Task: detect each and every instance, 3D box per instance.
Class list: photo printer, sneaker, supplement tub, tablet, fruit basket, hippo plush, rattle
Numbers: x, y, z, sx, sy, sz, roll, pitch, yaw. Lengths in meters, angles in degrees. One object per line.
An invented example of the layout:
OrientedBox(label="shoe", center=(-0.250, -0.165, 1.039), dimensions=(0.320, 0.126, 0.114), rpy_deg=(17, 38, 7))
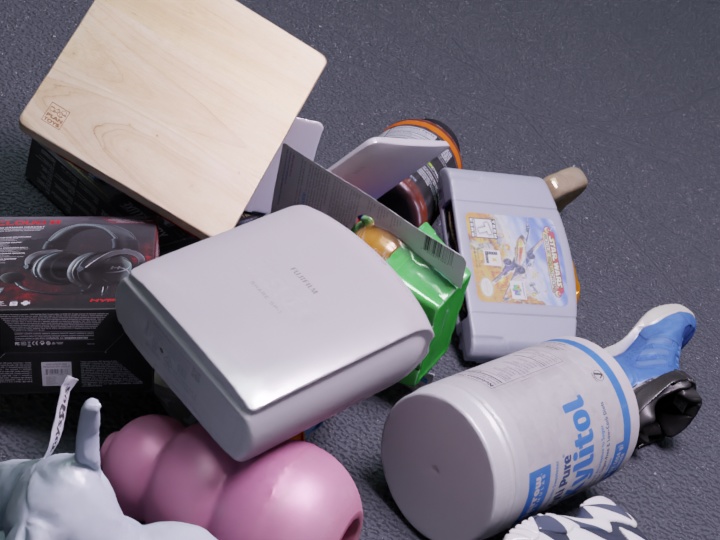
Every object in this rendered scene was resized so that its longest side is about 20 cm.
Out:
OrientedBox(label="photo printer", center=(-0.055, 0.036, 1.033), dimensions=(0.199, 0.070, 0.166), rpy_deg=(-23, 55, -36))
OrientedBox(label="sneaker", center=(0.181, 0.251, 1.079), dimensions=(0.129, 0.080, 0.198), rpy_deg=(33, 23, 34))
OrientedBox(label="supplement tub", center=(0.046, -0.095, 1.497), dimensions=(0.106, 0.108, 0.200), rpy_deg=(26, 32, 9))
OrientedBox(label="tablet", center=(-0.019, -0.071, 1.335), dimensions=(0.130, 0.199, 0.014), rpy_deg=(-4, 66, -53))
OrientedBox(label="sneaker", center=(0.292, 0.105, 1.359), dimensions=(0.111, 0.077, 0.199), rpy_deg=(35, 39, 32))
OrientedBox(label="fruit basket", center=(0.000, 0.000, 1.256), dimensions=(0.199, 0.186, 0.093), rpy_deg=(36, 48, 23))
OrientedBox(label="hippo plush", center=(-0.168, 0.190, 0.920), dimensions=(0.160, 0.202, 0.159), rpy_deg=(28, -4, -23))
OrientedBox(label="supplement tub", center=(0.128, 0.138, 1.171), dimensions=(0.199, 0.133, 0.132), rpy_deg=(-17, 47, -43))
OrientedBox(label="rattle", center=(0.227, -0.040, 1.555), dimensions=(0.143, 0.131, 0.200), rpy_deg=(42, 10, 14))

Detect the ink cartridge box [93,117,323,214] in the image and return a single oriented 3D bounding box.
OrientedBox(label="ink cartridge box", center=(-0.144, -0.131, 1.335), dimensions=(0.198, 0.117, 0.068), rpy_deg=(12, 34, -13))

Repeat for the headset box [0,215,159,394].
OrientedBox(label="headset box", center=(-0.238, 0.019, 1.142), dimensions=(0.147, 0.078, 0.201), rpy_deg=(0, 26, -5))

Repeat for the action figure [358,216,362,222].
OrientedBox(label="action figure", center=(0.016, -0.018, 1.357), dimensions=(0.199, 0.051, 0.066), rpy_deg=(25, 65, -39))

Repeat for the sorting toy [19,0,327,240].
OrientedBox(label="sorting toy", center=(-0.164, -0.147, 1.229), dimensions=(0.199, 0.070, 0.200), rpy_deg=(30, 70, -6))

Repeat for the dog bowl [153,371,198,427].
OrientedBox(label="dog bowl", center=(-0.082, 0.067, 1.154), dimensions=(0.198, 0.059, 0.201), rpy_deg=(-11, 26, 6))

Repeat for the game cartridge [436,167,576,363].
OrientedBox(label="game cartridge", center=(0.149, -0.005, 1.399), dimensions=(0.132, 0.042, 0.202), rpy_deg=(2, 67, -21))

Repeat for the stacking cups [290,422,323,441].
OrientedBox(label="stacking cups", center=(-0.057, 0.118, 1.161), dimensions=(0.060, 0.061, 0.200), rpy_deg=(26, 33, 9))

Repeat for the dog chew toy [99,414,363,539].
OrientedBox(label="dog chew toy", center=(-0.100, 0.167, 1.019), dimensions=(0.198, 0.126, 0.125), rpy_deg=(20, 31, 16))

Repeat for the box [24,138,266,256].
OrientedBox(label="box", center=(-0.206, -0.075, 1.376), dimensions=(0.199, 0.050, 0.157), rpy_deg=(38, 36, 26))
